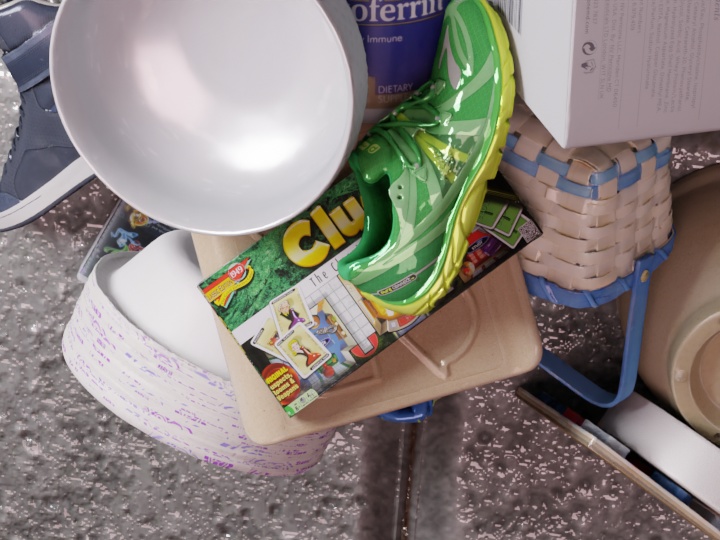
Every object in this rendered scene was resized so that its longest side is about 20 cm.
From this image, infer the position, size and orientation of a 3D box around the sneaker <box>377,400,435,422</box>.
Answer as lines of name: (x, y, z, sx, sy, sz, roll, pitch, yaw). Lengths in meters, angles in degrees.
sneaker: (0.025, 0.072, 1.604, 0.075, 0.106, 0.200, 1, 152, 11)

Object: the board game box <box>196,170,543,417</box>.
board game box: (0.006, -0.007, 1.446, 0.200, 0.023, 0.105, -36, 86, -3)

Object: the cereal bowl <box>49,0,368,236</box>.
cereal bowl: (-0.084, -0.126, 1.392, 0.199, 0.083, 0.201, 9, 119, 17)

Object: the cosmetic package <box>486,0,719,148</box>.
cosmetic package: (0.184, -0.177, 1.396, 0.199, 0.200, 0.124, -8, 120, -14)

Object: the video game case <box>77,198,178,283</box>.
video game case: (-0.080, -0.017, 1.658, 0.199, 0.023, 0.182, 29, 118, -9)

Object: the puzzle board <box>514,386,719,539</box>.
puzzle board: (0.194, 0.141, 1.616, 0.150, 0.200, 0.017, 36, 90, -12)

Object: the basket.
basket: (0.128, -0.023, 1.538, 0.176, 0.139, 0.201, 32, 127, 28)

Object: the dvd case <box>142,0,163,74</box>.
dvd case: (-0.055, -0.171, 1.496, 0.199, 0.025, 0.151, -21, 126, -25)

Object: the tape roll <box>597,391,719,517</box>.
tape roll: (0.257, 0.154, 1.606, 0.202, 0.203, 0.037, 36, 89, -12)

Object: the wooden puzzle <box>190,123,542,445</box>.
wooden puzzle: (0.000, 0.000, 1.479, 0.199, 0.046, 0.186, -15, 87, -1)

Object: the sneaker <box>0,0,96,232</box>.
sneaker: (-0.227, -0.121, 1.590, 0.202, 0.077, 0.146, -30, 99, 41)

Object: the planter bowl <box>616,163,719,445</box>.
planter bowl: (0.275, 0.043, 1.575, 0.199, 0.135, 0.201, 3, 119, 6)

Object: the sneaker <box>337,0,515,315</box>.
sneaker: (0.039, -0.074, 1.389, 0.083, 0.074, 0.201, 15, 92, -18)

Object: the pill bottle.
pill bottle: (0.008, -0.204, 1.427, 0.115, 0.116, 0.201, 4, 120, 6)

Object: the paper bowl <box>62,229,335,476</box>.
paper bowl: (-0.096, 0.046, 1.568, 0.200, 0.201, 0.105, 26, 107, -6)
